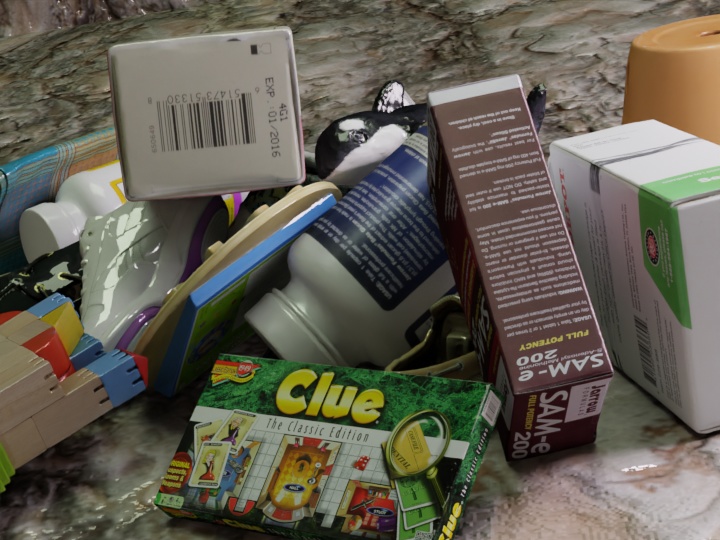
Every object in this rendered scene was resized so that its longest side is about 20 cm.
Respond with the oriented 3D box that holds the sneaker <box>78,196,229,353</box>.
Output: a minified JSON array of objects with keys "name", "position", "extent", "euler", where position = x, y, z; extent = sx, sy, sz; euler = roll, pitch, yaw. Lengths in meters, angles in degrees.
[{"name":"sneaker","position":[-0.177,0.015,1.188],"extent":[0.099,0.075,0.200],"euler":[16,56,19]}]

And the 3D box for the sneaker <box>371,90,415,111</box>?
[{"name":"sneaker","position":[0.072,-0.107,1.410],"extent":[0.075,0.082,0.200],"euler":[16,-2,32]}]

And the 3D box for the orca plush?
[{"name":"orca plush","position":[0.046,-0.117,1.186],"extent":[0.200,0.071,0.105],"euler":[-17,-12,-19]}]

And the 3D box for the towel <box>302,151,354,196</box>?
[{"name":"towel","position":[0.016,-0.069,1.361],"extent":[0.192,0.035,0.200],"euler":[14,-1,-39]}]

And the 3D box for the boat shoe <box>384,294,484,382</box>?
[{"name":"boat shoe","position":[0.069,0.050,1.027],"extent":[0.071,0.076,0.200],"euler":[-2,19,25]}]

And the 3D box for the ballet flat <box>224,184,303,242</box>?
[{"name":"ballet flat","position":[-0.080,-0.018,1.264],"extent":[0.074,0.074,0.200],"euler":[-14,-13,-12]}]

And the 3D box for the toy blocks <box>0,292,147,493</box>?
[{"name":"toy blocks","position":[-0.229,0.070,1.057],"extent":[0.137,0.100,0.200],"euler":[-32,25,-25]}]

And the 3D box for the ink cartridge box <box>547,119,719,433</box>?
[{"name":"ink cartridge box","position":[0.198,-0.005,1.010],"extent":[0.084,0.146,0.200],"euler":[-14,18,-10]}]

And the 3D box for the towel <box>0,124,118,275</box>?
[{"name":"towel","position":[-0.272,-0.061,1.484],"extent":[0.022,0.147,0.200],"euler":[37,39,23]}]

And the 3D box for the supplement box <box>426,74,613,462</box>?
[{"name":"supplement box","position":[0.090,-0.001,0.947],"extent":[0.061,0.200,0.109],"euler":[-13,-27,-4]}]

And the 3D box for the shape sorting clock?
[{"name":"shape sorting clock","position":[-0.089,0.011,1.123],"extent":[0.039,0.200,0.200],"euler":[42,40,14]}]

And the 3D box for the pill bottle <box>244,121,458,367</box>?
[{"name":"pill bottle","position":[0.021,-0.006,1.085],"extent":[0.200,0.111,0.111],"euler":[-42,24,-6]}]

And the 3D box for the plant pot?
[{"name":"plant pot","position":[0.309,-0.139,1.377],"extent":[0.200,0.140,0.200],"euler":[-10,17,3]}]

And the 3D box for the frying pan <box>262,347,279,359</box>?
[{"name":"frying pan","position":[-0.001,-0.011,1.193],"extent":[0.190,0.031,0.115],"euler":[-25,36,8]}]

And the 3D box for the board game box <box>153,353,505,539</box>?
[{"name":"board game box","position":[-0.022,0.104,0.912],"extent":[0.200,0.023,0.105],"euler":[3,57,37]}]

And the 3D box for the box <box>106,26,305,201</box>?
[{"name":"box","position":[-0.108,-0.119,1.171],"extent":[0.128,0.109,0.200],"euler":[-6,9,-1]}]

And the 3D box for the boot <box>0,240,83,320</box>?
[{"name":"boot","position":[-0.212,0.007,1.263],"extent":[0.154,0.074,0.204],"euler":[-24,7,24]}]

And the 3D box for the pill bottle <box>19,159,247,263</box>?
[{"name":"pill bottle","position":[-0.205,-0.051,1.454],"extent":[0.200,0.105,0.104],"euler":[-23,21,-35]}]
